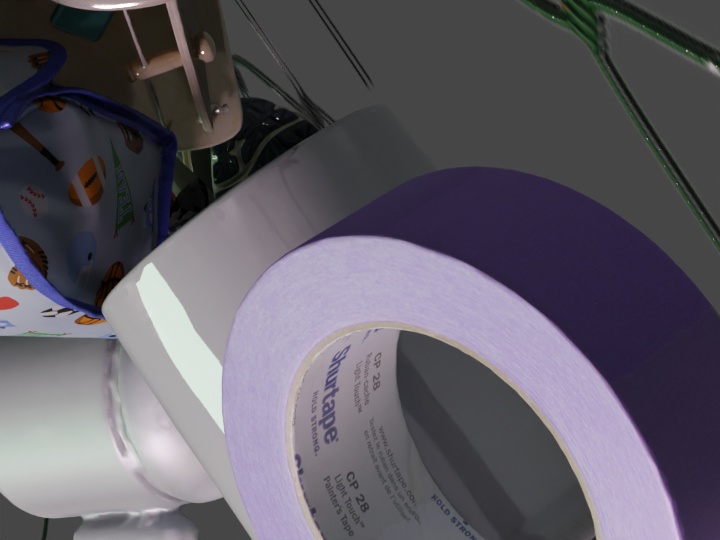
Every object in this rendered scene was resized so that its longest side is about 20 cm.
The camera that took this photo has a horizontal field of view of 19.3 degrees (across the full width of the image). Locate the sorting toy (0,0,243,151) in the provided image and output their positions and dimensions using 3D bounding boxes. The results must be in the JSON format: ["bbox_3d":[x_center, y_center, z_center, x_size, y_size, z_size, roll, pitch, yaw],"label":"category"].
[{"bbox_3d":[-0.156,-0.122,0.978,0.200,0.179,0.107,86,172,-75],"label":"sorting toy"}]

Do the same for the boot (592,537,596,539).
[{"bbox_3d":[0.067,0.128,1.109,0.200,0.095,0.074,49,149,28],"label":"boot"}]

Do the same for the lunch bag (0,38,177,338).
[{"bbox_3d":[-0.193,-0.038,0.942,0.200,0.169,0.125,21,-109,-71],"label":"lunch bag"}]

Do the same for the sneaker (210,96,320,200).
[{"bbox_3d":[-0.028,-0.015,1.175,0.200,0.077,0.086,57,175,-27],"label":"sneaker"}]

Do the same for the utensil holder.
[{"bbox_3d":[0.007,0.053,0.924,0.200,0.170,0.170,55,173,5],"label":"utensil holder"}]

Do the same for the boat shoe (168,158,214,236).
[{"bbox_3d":[-0.079,0.020,1.159,0.200,0.062,0.071,56,-168,-5],"label":"boat shoe"}]

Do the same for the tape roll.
[{"bbox_3d":[0.045,0.068,0.745,0.199,0.066,0.201,21,126,33],"label":"tape roll"}]

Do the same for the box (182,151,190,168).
[{"bbox_3d":[-0.059,0.031,1.309,0.163,0.021,0.201,39,-141,-67],"label":"box"}]

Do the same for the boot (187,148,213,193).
[{"bbox_3d":[-0.046,-0.029,1.268,0.200,0.073,0.076,55,-177,-33],"label":"boot"}]

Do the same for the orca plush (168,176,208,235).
[{"bbox_3d":[0.000,0.000,1.083,0.199,0.071,0.105,31,179,9],"label":"orca plush"}]

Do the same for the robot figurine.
[{"bbox_3d":[-0.120,0.066,1.094,0.113,0.199,0.171,0,-97,-57],"label":"robot figurine"}]
